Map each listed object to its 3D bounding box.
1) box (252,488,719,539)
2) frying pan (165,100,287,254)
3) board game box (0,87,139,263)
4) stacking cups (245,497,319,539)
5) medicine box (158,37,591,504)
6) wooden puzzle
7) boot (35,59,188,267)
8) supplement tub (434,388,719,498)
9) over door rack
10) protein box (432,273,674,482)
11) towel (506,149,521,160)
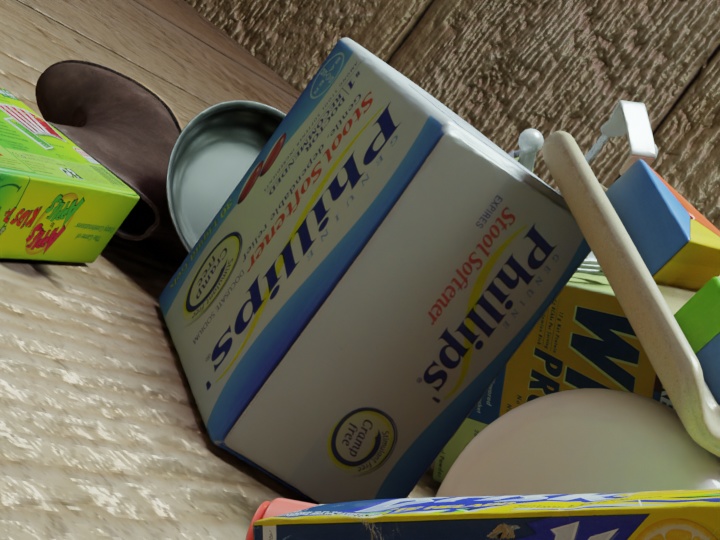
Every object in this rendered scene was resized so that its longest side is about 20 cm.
[{"bbox_3d":[0.070,0.104,0.501,0.199,0.070,0.064,-4,-5,16],"label":"box"},{"bbox_3d":[-0.034,-0.031,0.964,0.190,0.115,0.031,19,-22,-31],"label":"frying pan"},{"bbox_3d":[-0.191,-0.053,0.789,0.102,0.048,0.200,37,7,11],"label":"board game box"},{"bbox_3d":[0.058,0.112,0.566,0.199,0.061,0.060,12,1,15],"label":"stacking cups"},{"bbox_3d":[0.000,0.000,0.822,0.103,0.182,0.200,33,7,-22],"label":"medicine box"},{"bbox_3d":[0.173,0.033,0.701,0.200,0.046,0.185,35,21,-33],"label":"wooden puzzle"},{"bbox_3d":[-0.158,-0.079,1.013,0.200,0.072,0.166,43,6,17],"label":"boot"},{"bbox_3d":[0.133,0.143,0.695,0.200,0.145,0.145,30,10,-47],"label":"supplement tub"},{"bbox_3d":[0.162,-0.045,0.848,0.147,0.067,0.200,4,-17,-16],"label":"over door rack"},{"bbox_3d":[0.186,0.078,0.953,0.198,0.135,0.200,2,7,-41],"label":"protein box"},{"bbox_3d":[0.097,0.023,1.123,0.023,0.201,0.144,0,17,24],"label":"towel"}]
